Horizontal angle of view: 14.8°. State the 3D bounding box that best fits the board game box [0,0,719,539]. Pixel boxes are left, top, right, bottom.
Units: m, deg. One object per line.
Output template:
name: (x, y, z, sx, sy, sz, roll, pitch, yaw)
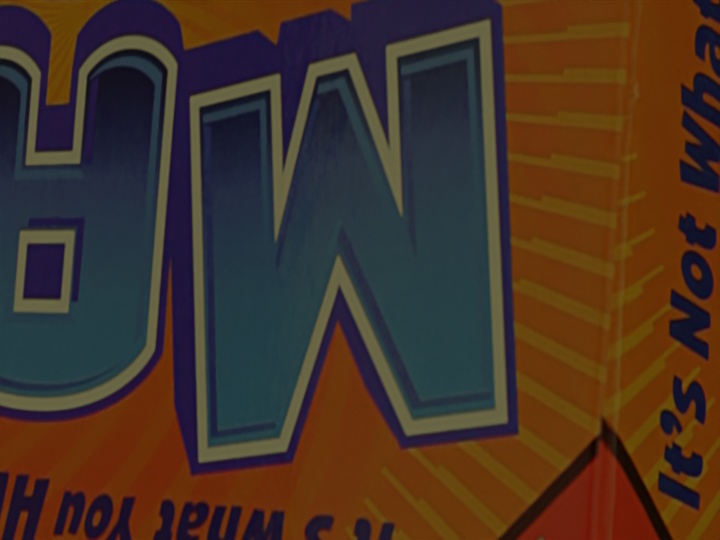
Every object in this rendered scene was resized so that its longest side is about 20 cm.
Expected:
board game box: (0.029, -0.026, 0.465, 0.199, 0.201, 0.200, 0, 174, 43)
